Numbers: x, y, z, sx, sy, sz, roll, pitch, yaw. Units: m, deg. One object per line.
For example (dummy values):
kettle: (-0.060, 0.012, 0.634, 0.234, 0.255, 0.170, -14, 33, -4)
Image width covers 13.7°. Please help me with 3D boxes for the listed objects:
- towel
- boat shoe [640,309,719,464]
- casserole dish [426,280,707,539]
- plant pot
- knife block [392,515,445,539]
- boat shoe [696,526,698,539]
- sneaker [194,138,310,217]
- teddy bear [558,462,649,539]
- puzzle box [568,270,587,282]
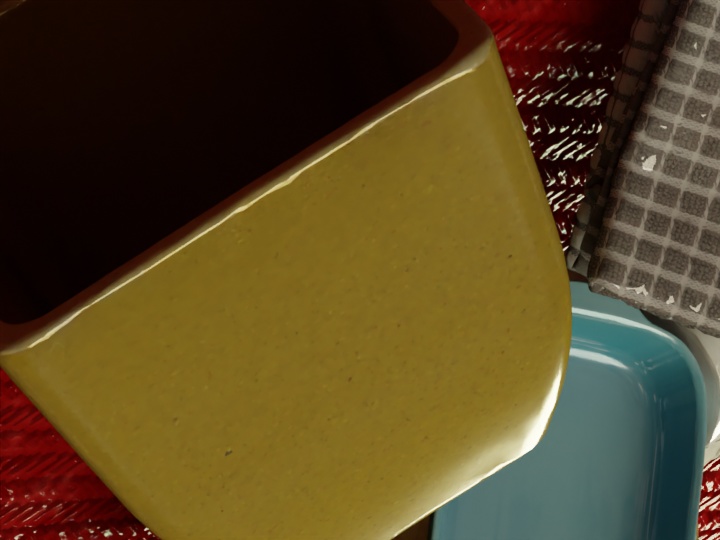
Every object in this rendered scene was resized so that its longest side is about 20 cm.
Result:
towel: (0.198, -0.040, 1.251, 0.199, 0.086, 0.166, 18, 105, -2)
boat shoe: (0.159, 0.054, 1.404, 0.066, 0.072, 0.200, -32, 160, -15)
casserole dish: (0.083, 0.106, 1.288, 0.120, 0.201, 0.039, 11, 168, -18)
plant pot: (-0.034, -0.003, 1.095, 0.194, 0.196, 0.200, -32, 128, -4)
knife block: (0.004, 0.157, 1.298, 0.199, 0.176, 0.064, -22, 142, -17)
boat shoe: (0.106, 0.147, 1.456, 0.069, 0.071, 0.200, -23, 156, -24)
sneaker: (0.000, 0.000, 1.255, 0.083, 0.074, 0.200, -37, 142, 9)
teddy bear: (0.109, 0.171, 1.380, 0.145, 0.067, 0.200, -51, 128, -2)
puzzle box: (0.022, 0.081, 1.395, 0.199, 0.025, 0.134, -21, 139, -18)
